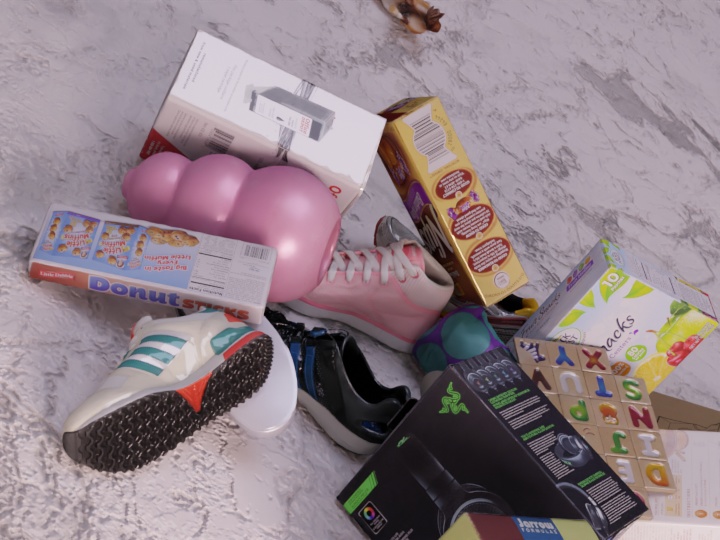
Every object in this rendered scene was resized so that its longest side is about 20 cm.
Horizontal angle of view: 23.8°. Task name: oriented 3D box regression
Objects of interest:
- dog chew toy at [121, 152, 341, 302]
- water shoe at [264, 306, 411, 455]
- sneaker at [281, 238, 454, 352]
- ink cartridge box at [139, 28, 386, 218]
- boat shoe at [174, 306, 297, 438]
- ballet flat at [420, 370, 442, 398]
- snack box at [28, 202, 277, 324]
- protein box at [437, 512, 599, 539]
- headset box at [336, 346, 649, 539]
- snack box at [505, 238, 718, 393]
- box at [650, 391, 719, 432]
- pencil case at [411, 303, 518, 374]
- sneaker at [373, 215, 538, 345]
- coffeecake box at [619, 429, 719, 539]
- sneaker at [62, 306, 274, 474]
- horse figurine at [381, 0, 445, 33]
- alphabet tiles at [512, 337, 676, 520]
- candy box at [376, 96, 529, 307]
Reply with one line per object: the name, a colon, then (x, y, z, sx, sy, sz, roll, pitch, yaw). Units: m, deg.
dog chew toy: (-0.121, -0.049, 1.549, 0.199, 0.125, 0.125, 19, 28, 7)
water shoe: (-0.039, 0.074, 1.513, 0.200, 0.079, 0.072, 40, 28, 2)
sneaker: (0.000, 0.000, 1.640, 0.199, 0.105, 0.076, 24, 33, -23)
ink cartridge box: (-0.093, -0.125, 1.621, 0.199, 0.147, 0.083, 25, 65, -9)
boat shoe: (-0.111, 0.067, 1.450, 0.071, 0.068, 0.200, -25, 59, -17)
ballet flat: (0.105, 0.173, 1.557, 0.063, 0.068, 0.200, -15, 57, -43)
snack box: (-0.173, -0.007, 1.434, 0.199, 0.024, 0.072, 12, 47, 0)
protein box: (0.104, 0.312, 1.213, 0.134, 0.200, 0.199, 10, 40, -41)
headset box: (0.102, 0.188, 1.416, 0.200, 0.174, 0.093, 49, 30, 17)
snack box: (0.237, 0.077, 1.702, 0.142, 0.200, 0.053, 26, 32, -22)
box: (0.364, 0.186, 1.794, 0.199, 0.021, 0.163, 16, 24, 14)
pencil case: (0.136, 0.127, 1.636, 0.092, 0.085, 0.200, -3, 49, -49)
sneaker: (0.100, 0.006, 1.769, 0.200, 0.082, 0.078, 37, 29, -2)
coffeecake box: (0.311, 0.221, 1.612, 0.198, 0.074, 0.154, 2, 29, 10)
sneaker: (-0.166, 0.087, 1.346, 0.199, 0.071, 0.093, -29, 46, -36)
horse figurine: (0.048, -0.365, 2.257, 0.200, 0.050, 0.132, 47, 11, 30)
alphabet tiles: (0.204, 0.144, 1.583, 0.165, 0.006, 0.201, 8, 45, -18)
candy box: (0.081, -0.067, 1.649, 0.201, 0.056, 0.117, 61, -10, -10)
